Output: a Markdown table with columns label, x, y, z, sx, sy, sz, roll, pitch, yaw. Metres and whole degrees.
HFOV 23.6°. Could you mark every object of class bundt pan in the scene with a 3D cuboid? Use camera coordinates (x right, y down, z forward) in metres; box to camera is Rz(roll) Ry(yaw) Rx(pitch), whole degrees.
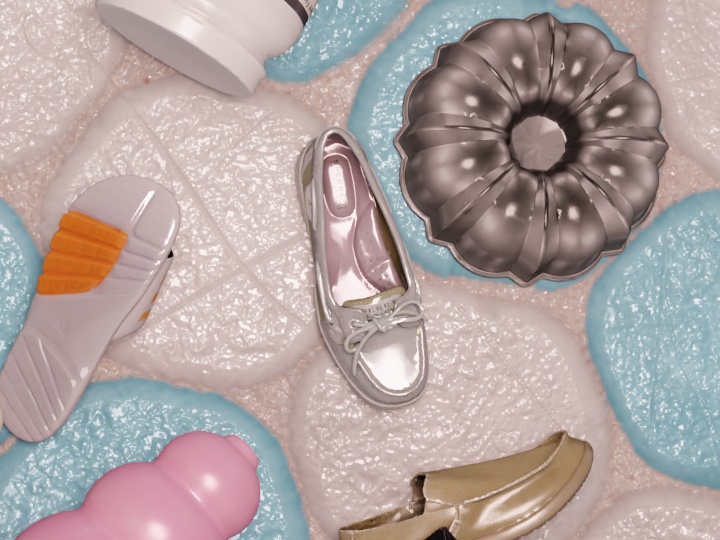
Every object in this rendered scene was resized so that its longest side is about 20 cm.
| label | x | y | z | sx | sy | sz | roll | pitch | yaw |
| --- | --- | --- | --- | --- | --- | --- | --- | --- | --- |
| bundt pan | 0.126 | -0.091 | 1.222 | 0.202 | 0.076 | 0.202 | 0 | 86 | -5 |

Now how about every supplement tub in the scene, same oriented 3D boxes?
| label | x | y | z | sx | sy | sz | roll | pitch | yaw |
| --- | --- | --- | --- | --- | --- | --- | --- | --- | --- |
| supplement tub | -0.080 | -0.236 | 1.183 | 0.140 | 0.140 | 0.200 | 29 | 83 | -2 |

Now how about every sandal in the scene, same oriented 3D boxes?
| label | x | y | z | sx | sy | sz | roll | pitch | yaw |
| --- | --- | --- | --- | --- | --- | --- | --- | --- | --- |
| sandal | -0.187 | 0.024 | 1.198 | 0.079 | 0.059 | 0.207 | 35 | 104 | 15 |

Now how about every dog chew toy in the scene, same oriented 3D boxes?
| label | x | y | z | sx | sy | sz | roll | pitch | yaw |
| --- | --- | --- | --- | --- | --- | --- | --- | --- | --- |
| dog chew toy | -0.148 | 0.187 | 1.155 | 0.200 | 0.125 | 0.125 | -43 | 90 | -16 |

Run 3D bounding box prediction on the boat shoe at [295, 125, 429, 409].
| label | x | y | z | sx | sy | sz | roll | pitch | yaw |
| --- | --- | --- | --- | --- | --- | --- | --- | --- | --- |
| boat shoe | 0.001 | -0.001 | 1.208 | 0.074 | 0.065 | 0.202 | -12 | 86 | -6 |

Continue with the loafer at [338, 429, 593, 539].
| label | x | y | z | sx | sy | sz | roll | pitch | yaw |
| --- | --- | --- | --- | --- | --- | --- | --- | --- | --- |
| loafer | 0.070 | 0.164 | 1.194 | 0.200 | 0.076 | 0.067 | -32 | 95 | -7 |

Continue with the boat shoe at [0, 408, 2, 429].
| label | x | y | z | sx | sy | sz | roll | pitch | yaw |
| --- | --- | --- | --- | --- | --- | --- | --- | --- | --- |
| boat shoe | -0.342 | 0.077 | 1.170 | 0.200 | 0.063 | 0.073 | 22 | 84 | -1 |

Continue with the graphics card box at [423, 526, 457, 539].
| label | x | y | z | sx | sy | sz | roll | pitch | yaw |
| --- | --- | --- | --- | --- | --- | --- | --- | --- | --- |
| graphics card box | 0.069 | 0.286 | 1.162 | 0.125 | 0.051 | 0.200 | -36 | 104 | 4 |
